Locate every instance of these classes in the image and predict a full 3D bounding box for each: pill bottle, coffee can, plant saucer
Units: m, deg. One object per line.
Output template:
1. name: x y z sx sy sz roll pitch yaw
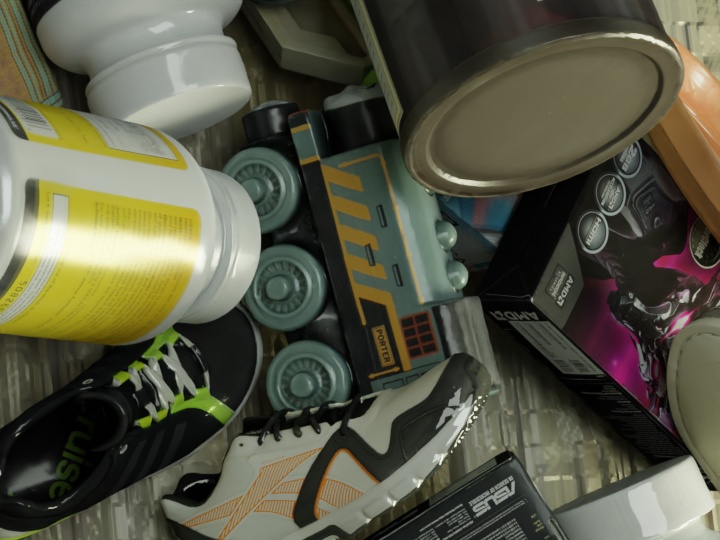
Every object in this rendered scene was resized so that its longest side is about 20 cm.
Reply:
1. pill bottle: -0.142 -0.022 1.257 0.200 0.112 0.112 10 72 -52
2. coffee can: 0.062 -0.159 1.320 0.146 0.146 0.200 -7 62 -24
3. plant saucer: 0.213 -0.046 1.451 0.032 0.200 0.200 -36 95 16
4. pill bottle: 0.176 0.209 1.397 0.110 0.110 0.200 -22 87 -26
5. pill bottle: -0.126 -0.170 1.345 0.111 0.111 0.200 -14 77 -25

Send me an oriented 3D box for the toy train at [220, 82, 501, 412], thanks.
1. toy train: 0.000 0.000 1.362 0.114 0.085 0.200 -16 85 17

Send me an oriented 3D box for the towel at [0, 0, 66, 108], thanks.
1. towel: -0.210 -0.103 1.286 0.147 0.022 0.200 -50 126 -45

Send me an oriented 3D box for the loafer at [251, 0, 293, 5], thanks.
1. loafer: -0.071 -0.238 1.397 0.072 0.063 0.200 -18 66 8

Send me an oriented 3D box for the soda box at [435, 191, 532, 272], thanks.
1. soda box: 0.089 -0.097 1.451 0.064 0.068 0.200 37 66 -21

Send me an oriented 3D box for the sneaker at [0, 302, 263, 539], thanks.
1. sneaker: -0.120 0.079 1.315 0.200 0.083 0.072 -36 94 -26

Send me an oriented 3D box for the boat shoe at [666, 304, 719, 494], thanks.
1. boat shoe: 0.225 0.093 1.411 0.060 0.072 0.200 -49 125 -35

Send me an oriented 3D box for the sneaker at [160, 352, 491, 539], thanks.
1. sneaker: -0.021 0.097 1.304 0.080 0.200 0.074 52 22 -1

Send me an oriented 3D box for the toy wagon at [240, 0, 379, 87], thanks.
1. toy wagon: 0.028 -0.179 1.432 0.200 0.040 0.155 -26 68 -18

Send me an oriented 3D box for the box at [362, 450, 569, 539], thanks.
1. box: 0.036 0.211 1.325 0.200 0.044 0.160 -33 91 1

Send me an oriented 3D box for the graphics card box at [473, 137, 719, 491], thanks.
1. graphics card box: 0.159 0.020 1.431 0.200 0.051 0.125 42 64 -32
